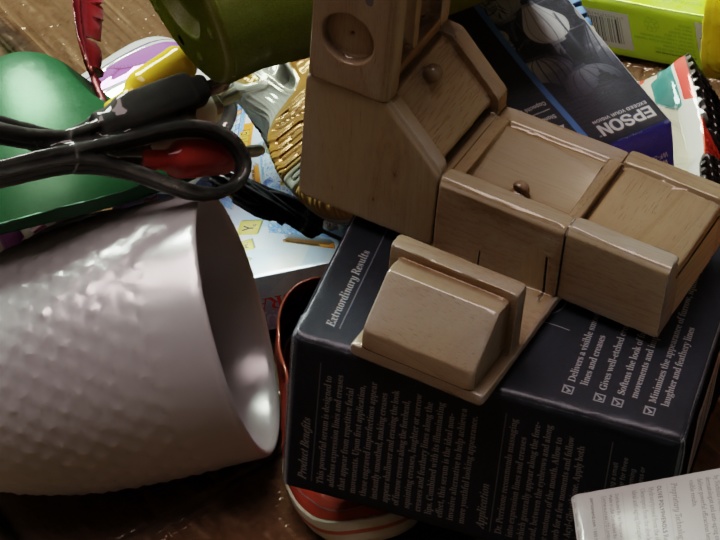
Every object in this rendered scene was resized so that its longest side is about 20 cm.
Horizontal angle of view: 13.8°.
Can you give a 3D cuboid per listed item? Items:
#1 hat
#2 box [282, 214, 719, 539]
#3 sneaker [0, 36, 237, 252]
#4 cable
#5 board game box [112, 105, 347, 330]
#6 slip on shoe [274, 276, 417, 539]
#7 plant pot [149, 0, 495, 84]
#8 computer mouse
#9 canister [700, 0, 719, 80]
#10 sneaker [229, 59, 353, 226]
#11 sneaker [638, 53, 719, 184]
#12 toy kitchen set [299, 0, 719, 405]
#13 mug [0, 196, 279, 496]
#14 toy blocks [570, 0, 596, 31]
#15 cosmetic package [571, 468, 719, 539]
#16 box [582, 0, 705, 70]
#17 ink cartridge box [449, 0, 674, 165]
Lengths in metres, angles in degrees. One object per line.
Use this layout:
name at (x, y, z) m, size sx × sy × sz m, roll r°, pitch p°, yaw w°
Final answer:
hat at (-0.187, -0.114, 1.636) m, size 0.165 × 0.177 × 0.200 m, roll -15°, pitch 3°, yaw -8°
box at (0.077, 0.049, 1.492) m, size 0.199 × 0.107 × 0.149 m, roll 15°, pitch 42°, yaw 11°
sneaker at (-0.162, -0.060, 1.748) m, size 0.200 × 0.073 × 0.114 m, roll -39°, pitch 35°, yaw -8°
cable at (-0.138, -0.060, 1.549) m, size 0.199 × 0.050 × 0.097 m, roll -19°, pitch 72°, yaw -25°
board game box at (-0.050, -0.040, 1.768) m, size 0.199 × 0.041 × 0.200 m, roll -11°, pitch 35°, yaw 7°
slip on shoe at (-0.012, 0.074, 1.580) m, size 0.074 × 0.061 × 0.200 m, roll -14°, pitch 36°, yaw 0°
plant pot at (-0.022, -0.197, 1.545) m, size 0.192 × 0.201 × 0.200 m, roll -29°, pitch 37°, yaw -12°
computer mouse at (0.000, 0.000, 1.633) m, size 0.199 × 0.034 × 0.059 m, roll 30°, pitch 8°, yaw 12°
canister at (0.313, -0.149, 1.702) m, size 0.199 × 0.087 × 0.149 m, roll 14°, pitch 37°, yaw 20°
sneaker at (-0.013, -0.076, 1.689) m, size 0.076 × 0.088 × 0.200 m, roll -36°, pitch 38°, yaw 3°
sneaker at (0.165, -0.039, 1.672) m, size 0.093 × 0.070 × 0.200 m, roll -25°, pitch 34°, yaw 20°
toy kitchen set at (0.060, -0.063, 1.402) m, size 0.199 × 0.181 × 0.163 m, roll 22°, pitch 45°, yaw 18°
mug at (-0.148, 0.033, 1.618) m, size 0.175 × 0.148 × 0.200 m, roll -14°, pitch 36°, yaw 10°
toy blocks at (0.080, -0.106, 1.681) m, size 0.136 × 0.100 × 0.201 m, roll -18°, pitch 55°, yaw -5°
cosmetic package at (0.205, 0.148, 1.351) m, size 0.199 × 0.108 × 0.085 m, roll -11°, pitch 34°, yaw 5°
box at (0.231, -0.203, 1.872) m, size 0.122 × 0.048 × 0.200 m, roll 14°, pitch 45°, yaw 35°
ink cartridge box at (0.094, -0.092, 1.601) m, size 0.099 × 0.039 × 0.200 m, roll -23°, pitch 59°, yaw -23°
